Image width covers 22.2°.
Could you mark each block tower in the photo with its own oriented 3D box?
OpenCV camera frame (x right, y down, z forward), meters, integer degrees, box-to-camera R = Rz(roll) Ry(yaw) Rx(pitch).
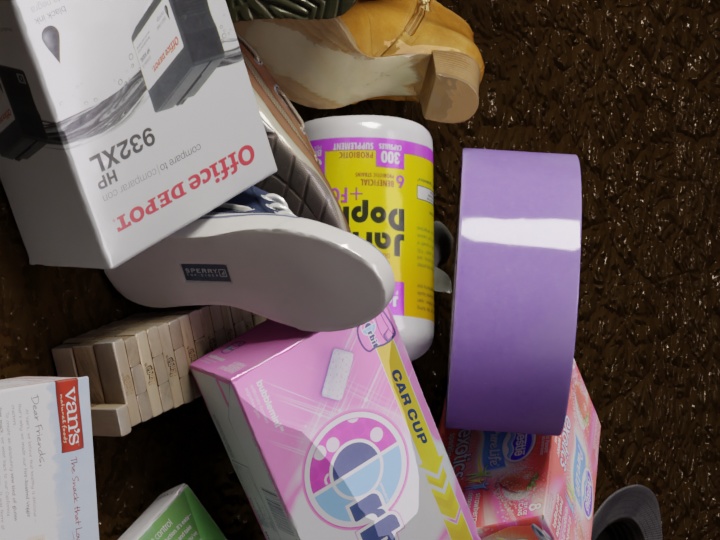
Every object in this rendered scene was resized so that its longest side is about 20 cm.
[{"bbox_3d":[-0.111,0.048,1.160,0.200,0.054,0.058,-26,108,-53],"label":"block tower"}]

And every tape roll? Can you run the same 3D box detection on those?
[{"bbox_3d":[0.107,0.015,1.304,0.200,0.084,0.202,4,90,-89],"label":"tape roll"}]

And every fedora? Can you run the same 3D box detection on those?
[{"bbox_3d":[0.179,0.272,1.523,0.176,0.090,0.202,-19,109,-52],"label":"fedora"}]

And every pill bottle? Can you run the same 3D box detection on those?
[{"bbox_3d":[0.000,0.000,1.269,0.104,0.104,0.202,11,76,-54],"label":"pill bottle"}]

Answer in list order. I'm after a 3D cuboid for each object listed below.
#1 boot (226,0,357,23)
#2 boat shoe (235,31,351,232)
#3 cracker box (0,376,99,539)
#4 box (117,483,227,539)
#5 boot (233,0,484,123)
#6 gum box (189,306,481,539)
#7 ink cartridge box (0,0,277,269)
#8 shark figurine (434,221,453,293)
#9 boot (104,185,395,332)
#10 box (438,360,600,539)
[{"bbox_3d":[-0.060,-0.213,1.216,0.200,0.174,0.067,-64,164,-66],"label":"boot"},{"bbox_3d":[-0.062,-0.084,1.194,0.201,0.075,0.072,58,32,-12],"label":"boat shoe"},{"bbox_3d":[-0.228,0.134,0.984,0.199,0.057,0.135,-6,93,-54],"label":"cracker box"},{"bbox_3d":[-0.098,0.254,1.129,0.201,0.036,0.144,57,43,-11],"label":"box"},{"bbox_3d":[-0.008,-0.167,1.303,0.144,0.200,0.071,-97,-154,-62],"label":"boot"},{"bbox_3d":[-0.011,0.123,1.143,0.113,0.066,0.201,-29,109,-23],"label":"gum box"},{"bbox_3d":[-0.149,-0.120,1.072,0.145,0.083,0.201,-33,115,-38],"label":"ink cartridge box"},{"bbox_3d":[0.031,0.039,1.336,0.128,0.089,0.216,39,55,-45],"label":"shark figurine"},{"bbox_3d":[-0.056,-0.020,1.118,0.090,0.199,0.073,-48,137,-48],"label":"boot"},{"bbox_3d":[0.118,0.159,1.391,0.201,0.102,0.095,-76,145,-53],"label":"box"}]
